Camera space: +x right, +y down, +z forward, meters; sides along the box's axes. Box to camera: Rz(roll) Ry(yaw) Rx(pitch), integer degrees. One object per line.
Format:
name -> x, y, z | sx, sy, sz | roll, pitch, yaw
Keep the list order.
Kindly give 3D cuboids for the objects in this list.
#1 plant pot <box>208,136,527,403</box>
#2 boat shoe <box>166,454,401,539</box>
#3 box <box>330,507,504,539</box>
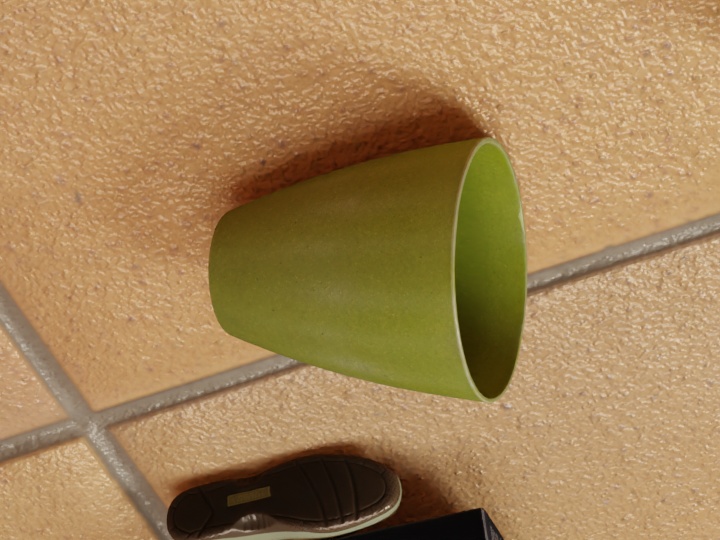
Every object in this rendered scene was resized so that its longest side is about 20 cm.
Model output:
plant pot -> 0.000, 0.000, 1.531 | 0.200, 0.187, 0.187 | 0, 133, 20
boat shoe -> -0.056, 0.202, 1.768 | 0.200, 0.072, 0.076 | -8, 145, 16
box -> 0.039, 0.301, 1.775 | 0.196, 0.118, 0.200 | -13, 150, 11
